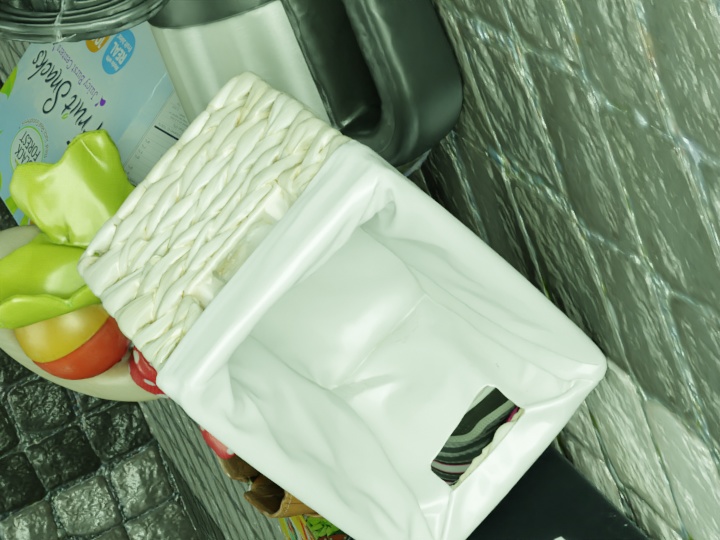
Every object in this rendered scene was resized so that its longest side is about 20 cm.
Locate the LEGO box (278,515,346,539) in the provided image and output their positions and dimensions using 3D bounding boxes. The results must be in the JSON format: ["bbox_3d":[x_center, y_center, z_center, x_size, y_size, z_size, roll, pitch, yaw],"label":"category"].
[{"bbox_3d":[0.000,0.207,1.990,0.149,0.077,0.201,55,166,42],"label":"LEGO box"}]

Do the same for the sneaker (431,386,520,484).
[{"bbox_3d":[0.064,0.088,1.387,0.087,0.074,0.200,27,144,-2],"label":"sneaker"}]

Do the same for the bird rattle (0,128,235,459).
[{"bbox_3d":[-0.127,0.020,1.428,0.163,0.113,0.200,-7,146,42],"label":"bird rattle"}]

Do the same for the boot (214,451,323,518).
[{"bbox_3d":[-0.031,0.076,1.556,0.200,0.155,0.077,51,132,38],"label":"boot"}]

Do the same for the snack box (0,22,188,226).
[{"bbox_3d":[-0.123,-0.107,1.520,0.068,0.200,0.169,28,-170,-31],"label":"snack box"}]

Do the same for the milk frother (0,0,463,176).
[{"bbox_3d":[-0.073,-0.101,1.275,0.180,0.199,0.189,33,148,64],"label":"milk frother"}]

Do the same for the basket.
[{"bbox_3d":[-0.010,0.020,1.209,0.200,0.136,0.123,40,-177,-46],"label":"basket"}]

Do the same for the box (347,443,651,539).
[{"bbox_3d":[0.106,0.223,1.301,0.200,0.123,0.199,45,155,49],"label":"box"}]

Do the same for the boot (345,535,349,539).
[{"bbox_3d":[0.070,0.231,1.709,0.200,0.076,0.168,48,177,14],"label":"boot"}]
